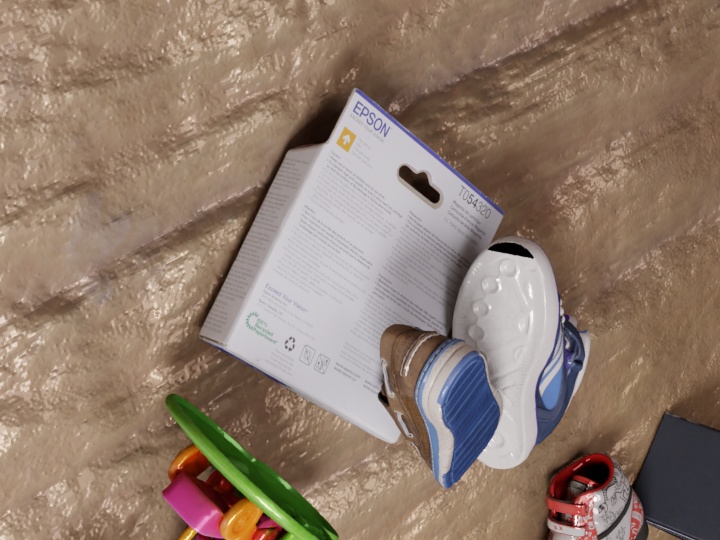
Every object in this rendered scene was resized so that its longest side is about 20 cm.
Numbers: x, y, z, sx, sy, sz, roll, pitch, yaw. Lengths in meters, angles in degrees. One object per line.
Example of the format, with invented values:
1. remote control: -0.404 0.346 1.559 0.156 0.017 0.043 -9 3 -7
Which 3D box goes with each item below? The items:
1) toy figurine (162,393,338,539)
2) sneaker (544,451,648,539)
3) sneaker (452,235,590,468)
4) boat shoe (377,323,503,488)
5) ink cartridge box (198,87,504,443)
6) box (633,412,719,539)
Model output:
1. toy figurine: -0.123 0.207 0.918 0.184 0.150 0.200 -48 154 -4
2. sneaker: 0.173 0.250 1.202 0.201 0.067 0.108 -44 125 -27
3. sneaker: 0.135 0.044 1.090 0.146 0.080 0.201 -41 137 -54
4. boat shoe: 0.054 0.091 0.990 0.072 0.072 0.200 -47 156 -20
5. ink cartridge box: 0.000 0.000 0.997 0.196 0.043 0.201 35 76 -43
6. box: 0.378 0.232 1.317 0.200 0.148 0.108 29 82 -42
